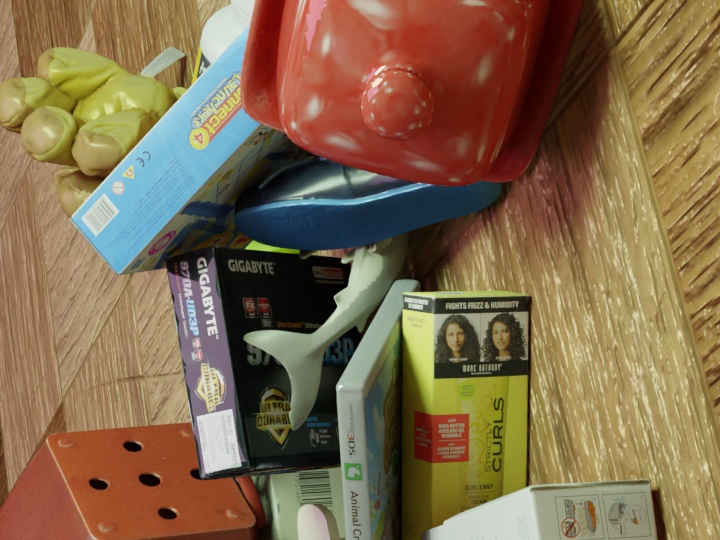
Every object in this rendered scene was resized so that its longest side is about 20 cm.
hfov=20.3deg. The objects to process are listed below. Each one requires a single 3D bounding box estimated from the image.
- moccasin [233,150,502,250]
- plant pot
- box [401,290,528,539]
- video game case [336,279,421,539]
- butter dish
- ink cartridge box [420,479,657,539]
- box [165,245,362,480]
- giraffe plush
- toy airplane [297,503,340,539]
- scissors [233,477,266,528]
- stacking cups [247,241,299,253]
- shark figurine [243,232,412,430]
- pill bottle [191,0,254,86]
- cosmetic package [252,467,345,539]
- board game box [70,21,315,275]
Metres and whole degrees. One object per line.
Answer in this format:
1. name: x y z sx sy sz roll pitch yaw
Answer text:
1. moccasin: 0.008 -0.062 1.385 0.080 0.199 0.069 48 -141 -55
2. plant pot: -0.178 0.232 1.578 0.200 0.199 0.177 53 137 48
3. box: 0.068 0.114 1.320 0.050 0.075 0.201 -171 82 -66
4. video game case: 0.018 0.124 1.341 0.200 0.022 0.183 -58 -33 -68
5. butter dish: 0.027 -0.128 1.214 0.148 0.199 0.200 -79 3 -57
6. ink cartridge box: 0.112 0.238 1.204 0.176 0.083 0.201 145 121 -65
7. box: -0.060 0.068 1.471 0.046 0.200 0.160 -14 81 27
8. giraffe plush: -0.251 -0.113 1.960 0.172 0.199 0.163 39 136 31
9. toy airplane: -0.025 0.302 1.462 0.200 0.140 0.200 -124 40 -53
10. scissors: -0.103 0.118 1.532 0.073 0.014 0.201 -124 16 -48
11. stacking cups: -0.088 -0.034 1.701 0.200 0.060 0.061 -116 34 -45
12. shark figurine: 0.008 0.010 1.438 0.090 0.127 0.215 57 -148 -35
13. pill bottle: -0.080 -0.144 1.615 0.112 0.111 0.201 -118 35 -48
14. cosmetic package: -0.074 0.198 1.661 0.200 0.073 0.104 139 126 -62
15. board game box: -0.082 -0.088 1.431 0.200 0.196 0.056 -45 78 18
